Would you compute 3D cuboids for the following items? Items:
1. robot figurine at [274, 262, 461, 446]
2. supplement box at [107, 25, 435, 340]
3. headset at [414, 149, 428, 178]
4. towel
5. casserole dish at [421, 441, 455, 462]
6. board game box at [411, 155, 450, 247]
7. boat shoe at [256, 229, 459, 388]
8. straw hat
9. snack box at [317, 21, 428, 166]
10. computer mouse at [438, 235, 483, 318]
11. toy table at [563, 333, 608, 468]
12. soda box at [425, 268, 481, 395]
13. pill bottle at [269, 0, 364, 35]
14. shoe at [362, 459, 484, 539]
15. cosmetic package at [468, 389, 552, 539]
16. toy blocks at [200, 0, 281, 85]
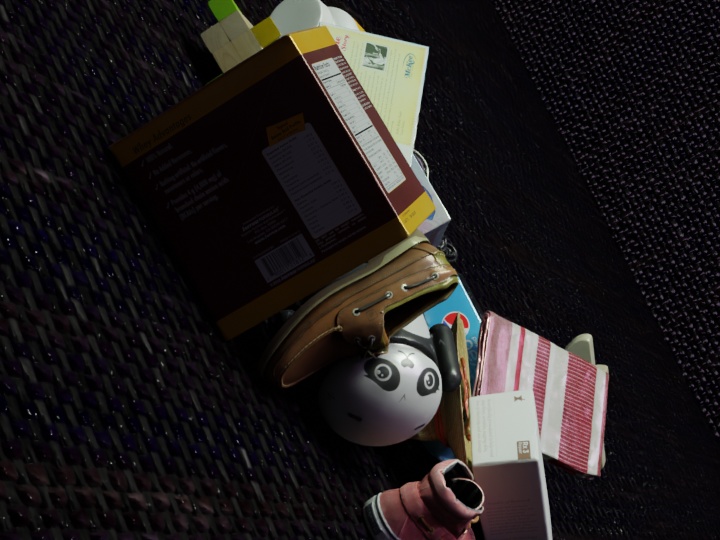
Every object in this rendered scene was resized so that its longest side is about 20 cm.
[{"bbox_3d":[0.009,0.073,1.440,0.125,0.150,0.200,61,11,-46],"label":"robot figurine"},{"bbox_3d":[-0.076,-0.081,1.334,0.200,0.197,0.133,59,17,-4],"label":"supplement box"},{"bbox_3d":[0.026,-0.124,1.871,0.123,0.094,0.200,-145,-140,-67],"label":"headset"},{"bbox_3d":[0.210,0.148,1.743,0.200,0.023,0.144,27,59,-29],"label":"towel"},{"bbox_3d":[0.077,0.128,1.695,0.121,0.039,0.200,26,37,-62],"label":"casserole dish"},{"bbox_3d":[0.020,-0.104,1.611,0.200,0.041,0.200,60,-11,10],"label":"board game box"},{"bbox_3d":[0.000,0.045,1.339,0.068,0.200,0.072,47,-10,21],"label":"boat shoe"},{"bbox_3d":[0.070,0.139,1.559,0.201,0.085,0.201,-4,90,-83],"label":"straw hat"},{"bbox_3d":[-0.002,-0.150,1.472,0.037,0.116,0.200,110,-8,-57],"label":"snack box"},{"bbox_3d":[0.122,0.053,1.911,0.200,0.053,0.138,63,15,2],"label":"computer mouse"},{"bbox_3d":[0.244,0.165,1.888,0.200,0.117,0.184,-66,149,-52],"label":"toy table"},{"bbox_3d":[0.125,0.104,1.787,0.068,0.064,0.200,106,-40,-73],"label":"soda box"},{"bbox_3d":[-0.033,-0.265,1.903,0.200,0.113,0.113,38,27,-51],"label":"pill bottle"},{"bbox_3d":[0.087,0.240,1.446,0.200,0.091,0.072,32,32,-57],"label":"shoe"},{"bbox_3d":[0.159,0.230,1.562,0.102,0.074,0.200,-88,167,-50],"label":"cosmetic package"},{"bbox_3d":[-0.103,-0.198,1.655,0.200,0.100,0.137,59,5,8],"label":"toy blocks"}]
